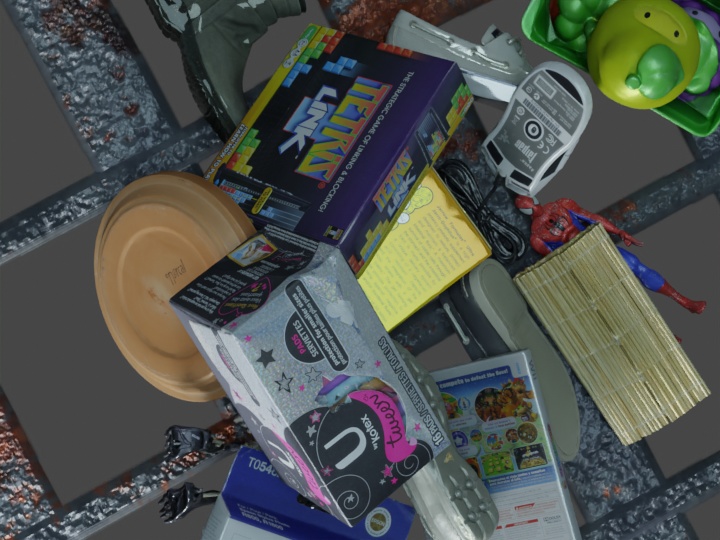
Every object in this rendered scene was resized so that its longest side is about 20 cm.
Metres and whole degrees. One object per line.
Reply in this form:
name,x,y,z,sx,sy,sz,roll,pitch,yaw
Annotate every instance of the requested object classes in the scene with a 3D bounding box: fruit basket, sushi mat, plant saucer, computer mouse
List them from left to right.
plant saucer,-0.157,0.016,1.508,0.199,0.032,0.202,12,110,34
computer mouse,0.147,-0.104,1.545,0.110,0.044,0.200,46,130,12
sushi mat,0.228,0.060,1.592,0.095,0.012,0.201,-32,106,11
fruit basket,0.248,-0.210,1.530,0.215,0.216,0.156,29,88,-5

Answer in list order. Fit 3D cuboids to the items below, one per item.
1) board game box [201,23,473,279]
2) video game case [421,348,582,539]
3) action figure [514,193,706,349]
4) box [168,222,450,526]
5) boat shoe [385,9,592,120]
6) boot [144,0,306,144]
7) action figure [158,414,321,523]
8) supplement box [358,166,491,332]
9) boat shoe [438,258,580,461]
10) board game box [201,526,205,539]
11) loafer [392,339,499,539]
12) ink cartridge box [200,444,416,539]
board game box,-0.024,-0.106,1.504,0.165,0.057,0.201,18,66,34
video game case,0.112,0.182,1.574,0.142,0.018,0.202,-15,92,27
action figure,0.222,-0.009,1.606,0.199,0.052,0.066,36,92,-3
box,-0.041,0.083,1.405,0.115,0.132,0.201,-39,116,-16
boat shoe,0.118,-0.186,1.584,0.199,0.071,0.070,17,90,0
boot,-0.101,-0.210,1.564,0.130,0.068,0.201,-27,94,-11
action figure,-0.081,0.170,1.552,0.199,0.102,0.120,1,82,-31
supplement box,0.000,0.000,1.551,0.200,0.109,0.110,-37,94,-5
boat shoe,0.136,0.086,1.602,0.062,0.073,0.201,-21,101,37
board game box,-0.057,0.343,1.581,0.198,0.041,0.201,8,90,-6
loafer,0.049,0.156,1.549,0.070,0.070,0.201,-23,86,-43
ink cartridge box,-0.055,0.273,1.503,0.199,0.041,0.201,23,88,-29
